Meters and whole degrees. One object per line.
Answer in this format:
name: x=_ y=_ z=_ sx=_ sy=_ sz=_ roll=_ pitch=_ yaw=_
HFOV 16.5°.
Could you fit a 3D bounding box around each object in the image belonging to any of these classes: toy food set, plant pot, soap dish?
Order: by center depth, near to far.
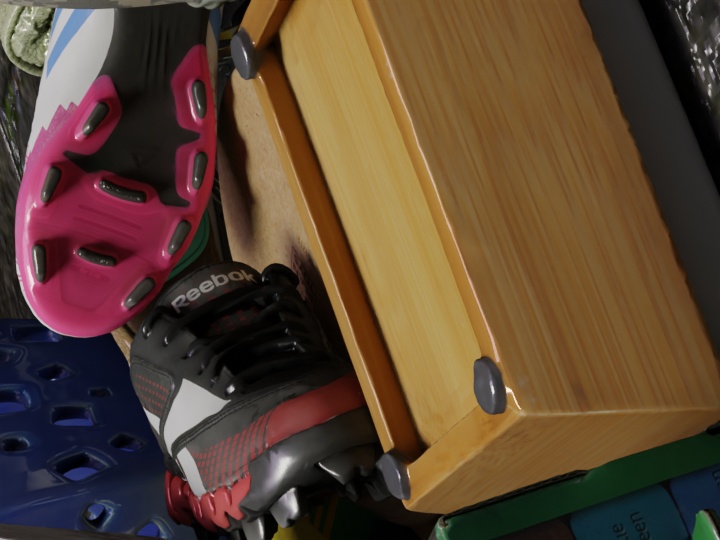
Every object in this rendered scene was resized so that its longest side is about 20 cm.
soap dish: x=0.033 y=-0.029 z=0.737 sx=0.157 sy=0.081 sz=0.200 roll=128 pitch=124 yaw=-69
toy food set: x=0.000 y=0.000 z=0.918 sx=0.200 sy=0.049 sz=0.198 roll=-128 pitch=28 yaw=-50
plant pot: x=-0.124 y=0.131 z=1.197 sx=0.200 sy=0.180 sz=0.200 roll=-136 pitch=34 yaw=-56

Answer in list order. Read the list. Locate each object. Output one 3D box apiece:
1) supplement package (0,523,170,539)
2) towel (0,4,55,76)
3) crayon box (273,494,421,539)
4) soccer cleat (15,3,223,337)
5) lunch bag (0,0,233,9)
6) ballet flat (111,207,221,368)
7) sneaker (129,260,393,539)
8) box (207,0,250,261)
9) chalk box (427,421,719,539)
supplement package: x=-0.096 y=0.174 z=0.894 sx=0.200 sy=0.111 sz=0.156 roll=175 pitch=102 yaw=-65
towel: x=-0.126 y=-0.197 z=1.043 sx=0.200 sy=0.036 sz=0.149 roll=114 pitch=148 yaw=-42
crayon box: x=0.005 y=0.150 z=1.036 sx=0.200 sy=0.051 sz=0.127 roll=-146 pitch=43 yaw=-63
soccer cleat: x=-0.088 y=-0.074 z=0.949 sx=0.086 sy=0.070 sz=0.200 roll=-159 pitch=82 yaw=-74
lunch bag: x=-0.078 y=-0.174 z=0.798 sx=0.200 sy=0.168 sz=0.140 roll=117 pitch=134 yaw=-65
ballet flat: x=-0.085 y=0.009 z=1.018 sx=0.072 sy=0.068 sz=0.200 roll=-14 pitch=108 yaw=56
sneaker: x=-0.038 y=0.044 z=0.865 sx=0.200 sy=0.071 sz=0.098 roll=163 pitch=90 yaw=-76
box: x=-0.076 y=-0.055 z=1.096 sx=0.158 sy=0.048 sz=0.200 roll=-141 pitch=38 yaw=-61
chalk box: x=0.086 y=0.119 z=0.647 sx=0.200 sy=0.124 sz=0.125 roll=113 pitch=138 yaw=-62
